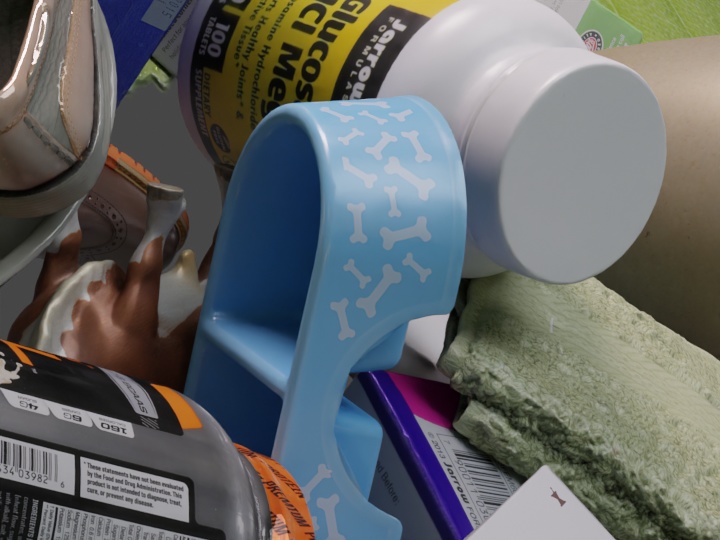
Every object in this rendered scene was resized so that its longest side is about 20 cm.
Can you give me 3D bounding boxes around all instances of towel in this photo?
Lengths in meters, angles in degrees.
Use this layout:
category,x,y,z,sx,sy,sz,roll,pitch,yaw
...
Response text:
category,x,y,z,sx,sy,sz,roll,pitch,yaw
towel,0.116,0.062,0.884,0.200,0.037,0.149,36,26,-11

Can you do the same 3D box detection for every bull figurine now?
category,x,y,z,sx,sy,sz,roll,pitch,yaw
bull figurine,-0.086,0.023,0.831,0.065,0.122,0.200,18,10,23

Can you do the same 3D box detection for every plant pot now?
category,x,y,z,sx,sy,sz,roll,pitch,yaw
plant pot,0.154,-0.034,1.049,0.199,0.189,0.187,12,15,26

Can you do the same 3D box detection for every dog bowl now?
category,x,y,z,sx,sy,sz,roll,pitch,yaw
dog bowl,-0.021,0.034,0.776,0.049,0.201,0.111,8,11,-26

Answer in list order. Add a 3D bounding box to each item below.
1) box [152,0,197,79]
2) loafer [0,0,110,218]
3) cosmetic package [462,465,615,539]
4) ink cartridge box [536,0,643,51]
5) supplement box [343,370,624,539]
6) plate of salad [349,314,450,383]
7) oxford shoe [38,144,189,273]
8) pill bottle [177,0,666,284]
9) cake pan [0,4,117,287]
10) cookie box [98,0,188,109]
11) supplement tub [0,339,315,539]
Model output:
category,x,y,z,sx,sy,sz,roll,pitch,yaw
box,-0.066,-0.176,1.088,0.200,0.156,0.041,42,24,1
loafer,-0.124,-0.117,0.742,0.063,0.071,0.201,66,10,-63
cosmetic package,-0.007,0.152,0.681,0.052,0.151,0.200,45,27,8
ink cartridge box,0.038,-0.130,1.188,0.199,0.118,0.067,32,-7,-20
supplement box,0.063,0.119,0.879,0.199,0.103,0.101,13,37,-42
plate of salad,0.000,0.000,1.024,0.200,0.048,0.201,41,26,-25
oxford shoe,-0.155,-0.021,0.853,0.199,0.071,0.073,16,55,-32
pill bottle,0.023,-0.063,0.874,0.112,0.113,0.200,16,6,-41
cake pan,-0.184,-0.056,0.766,0.199,0.037,0.201,2,60,-4
cookie box,-0.103,-0.185,0.892,0.075,0.171,0.201,22,32,-28
supplement tub,-0.118,0.082,0.669,0.199,0.123,0.123,20,34,-38
